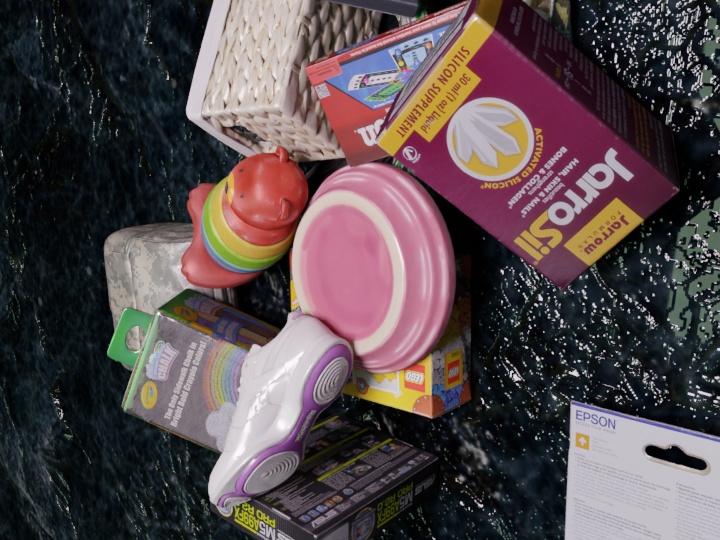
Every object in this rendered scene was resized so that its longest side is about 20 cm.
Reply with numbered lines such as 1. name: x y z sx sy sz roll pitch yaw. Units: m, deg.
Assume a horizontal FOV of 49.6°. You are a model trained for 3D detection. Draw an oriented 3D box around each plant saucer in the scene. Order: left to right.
1. plant saucer: 0.000 0.000 0.747 0.198 0.050 0.206 8 102 43

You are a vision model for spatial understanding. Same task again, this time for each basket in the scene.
1. basket: -0.068 -0.220 0.779 0.121 0.135 0.205 4 77 36

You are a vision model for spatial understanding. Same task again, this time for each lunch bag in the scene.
1. lunch bag: -0.228 0.042 1.012 0.165 0.138 0.206 5 103 42

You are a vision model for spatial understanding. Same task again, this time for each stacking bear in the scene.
1. stacking bear: -0.115 -0.061 0.828 0.200 0.111 0.125 146 130 -63

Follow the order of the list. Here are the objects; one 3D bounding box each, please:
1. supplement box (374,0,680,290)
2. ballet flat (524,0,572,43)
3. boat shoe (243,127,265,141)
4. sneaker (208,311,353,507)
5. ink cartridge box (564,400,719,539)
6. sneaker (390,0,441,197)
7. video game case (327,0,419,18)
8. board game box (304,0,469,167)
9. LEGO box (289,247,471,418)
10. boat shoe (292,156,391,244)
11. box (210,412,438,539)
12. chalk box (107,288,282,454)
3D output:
1. supplement box: 0.130 -0.105 0.614 0.198 0.104 0.131 36 127 -9
2. ballet flat: 0.143 -0.240 0.658 0.068 0.070 0.205 16 109 44
3. boat shoe: -0.113 -0.156 0.917 0.071 0.067 0.205 24 118 36
4. sneaker: -0.086 0.133 0.751 0.099 0.075 0.202 38 94 39
5. ink cartridge box: 0.267 0.223 0.653 0.194 0.043 0.206 9 102 43
6. sneaker: 0.045 -0.170 0.742 0.083 0.078 0.206 -3 97 18
7. video game case: -0.028 -0.316 0.709 0.019 0.139 0.204 122 146 -50
8. board game box: 0.057 -0.163 0.677 0.196 0.020 0.104 -13 120 27
9. LEGO box: 0.018 0.054 0.827 0.197 0.076 0.153 7 102 42
10. boat shoe: -0.039 -0.093 0.865 0.200 0.056 0.068 -47 67 38
11. box: -0.035 0.226 0.826 0.158 0.198 0.045 13 110 39
12. chalk box: -0.186 0.107 0.891 0.196 0.124 0.127 24 100 0
